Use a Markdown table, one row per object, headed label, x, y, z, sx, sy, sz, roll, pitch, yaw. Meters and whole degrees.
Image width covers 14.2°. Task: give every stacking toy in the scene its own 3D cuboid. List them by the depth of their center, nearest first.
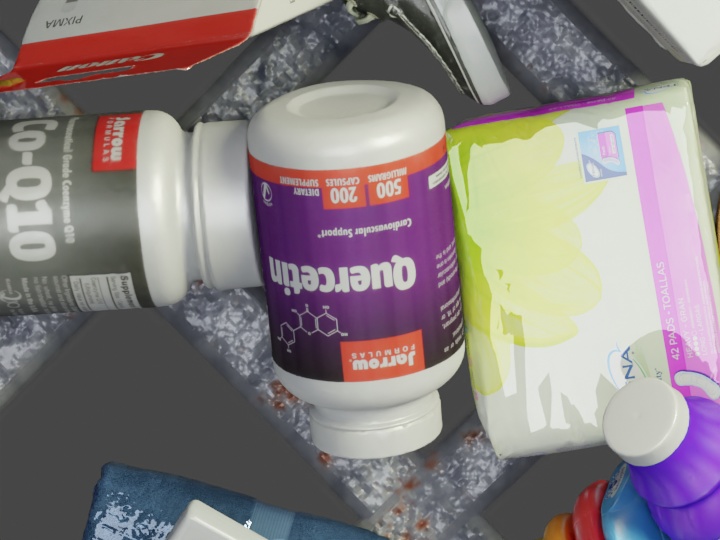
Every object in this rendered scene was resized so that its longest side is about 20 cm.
| label | x | y | z | sx | sy | sz | roll | pitch | yaw |
| --- | --- | --- | --- | --- | --- | --- | --- | --- | --- |
| stacking toy | 0.105 | 0.204 | 1.697 | 0.199 | 0.116 | 0.110 | -30 | 99 | 21 |

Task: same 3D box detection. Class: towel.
| label | x | y | z | sx | sy | sz | roll | pitch | yaw |
| --- | --- | --- | --- | --- | --- | --- | --- | --- | --- |
| towel | -0.075 | 0.189 | 1.723 | 0.199 | 0.049 | 0.112 | 16 | 97 | 2 |

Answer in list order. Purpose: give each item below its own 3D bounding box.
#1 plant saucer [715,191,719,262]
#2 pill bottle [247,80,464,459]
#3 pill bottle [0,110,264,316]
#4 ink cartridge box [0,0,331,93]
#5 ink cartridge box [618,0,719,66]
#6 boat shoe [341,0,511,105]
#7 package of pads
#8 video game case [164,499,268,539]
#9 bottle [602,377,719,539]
| label | x | y | z | sx | sy | sz | roll | pitch | yaw |
| --- | --- | --- | --- | --- | --- | --- | --- | --- | --- |
| plant saucer | 0.306 | -0.022 | 1.679 | 0.199 | 0.032 | 0.202 | 0 | 98 | 4 |
| pill bottle | 0.000 | 0.000 | 1.642 | 0.112 | 0.113 | 0.201 | -5 | 110 | 5 |
| pill bottle | -0.157 | -0.033 | 1.668 | 0.199 | 0.114 | 0.115 | -4 | 97 | 5 |
| ink cartridge box | -0.115 | -0.144 | 1.585 | 0.160 | 0.200 | 0.050 | -6 | 102 | 29 |
| ink cartridge box | 0.160 | -0.191 | 1.584 | 0.083 | 0.200 | 0.145 | -43 | 92 | 5 |
| boat shoe | 0.015 | -0.174 | 1.665 | 0.063 | 0.071 | 0.201 | -32 | 86 | 7 |
| package of pads | 0.130 | 0.001 | 1.670 | 0.153 | 0.068 | 0.201 | -10 | 96 | 10 |
| video game case | -0.069 | 0.252 | 1.702 | 0.181 | 0.023 | 0.200 | 30 | 117 | -8 |
| bottle | 0.203 | 0.121 | 1.630 | 0.083 | 0.065 | 0.200 | -42 | 137 | 10 |
